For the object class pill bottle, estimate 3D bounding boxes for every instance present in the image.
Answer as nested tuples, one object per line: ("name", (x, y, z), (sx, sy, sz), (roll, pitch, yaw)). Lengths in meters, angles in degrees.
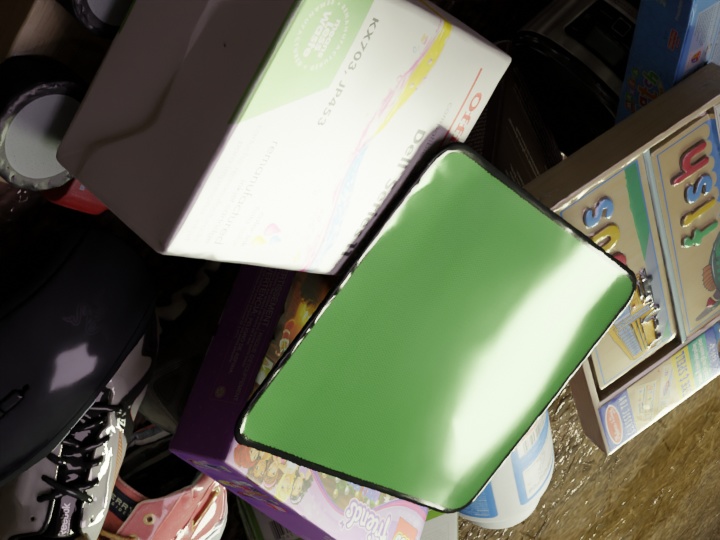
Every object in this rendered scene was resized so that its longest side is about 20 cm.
("pill bottle", (0.100, 0.138, 1.084), (0.112, 0.112, 0.200), (-43, 150, -15))

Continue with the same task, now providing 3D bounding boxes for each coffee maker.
("coffee maker", (0.188, -0.161, 0.854), (0.200, 0.134, 0.192), (-48, 152, -6))

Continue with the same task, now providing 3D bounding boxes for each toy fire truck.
("toy fire truck", (-0.073, -0.116, 0.566), (0.199, 0.129, 0.177), (15, 111, -49))

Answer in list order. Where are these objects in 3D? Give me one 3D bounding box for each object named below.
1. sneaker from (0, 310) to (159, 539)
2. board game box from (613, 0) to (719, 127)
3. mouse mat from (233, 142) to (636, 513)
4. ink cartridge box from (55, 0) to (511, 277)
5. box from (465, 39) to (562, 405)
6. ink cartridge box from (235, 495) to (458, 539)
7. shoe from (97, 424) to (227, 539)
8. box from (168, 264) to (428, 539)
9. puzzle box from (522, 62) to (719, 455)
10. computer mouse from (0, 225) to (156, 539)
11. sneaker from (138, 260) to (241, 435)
("sneaker", (-0.146, 0.089, 0.687), (0.073, 0.080, 0.201), (7, 120, -20))
("board game box", (0.226, -0.141, 0.756), (0.199, 0.037, 0.152), (-32, 146, -26))
("mouse mat", (0.044, 0.038, 0.625), (0.161, 0.008, 0.200), (-53, 139, 7))
("ink cartridge box", (-0.013, -0.063, 0.536), (0.118, 0.067, 0.200), (-59, 153, 13))
("box", (0.063, -0.026, 0.754), (0.100, 0.074, 0.201), (58, 29, -37))
("ink cartridge box", (-0.006, 0.219, 1.011), (0.147, 0.076, 0.201), (-19, 143, -11))
("shoe", (-0.155, 0.162, 0.791), (0.200, 0.071, 0.092), (-34, 146, -39))
("box", (-0.012, 0.074, 0.722), (0.200, 0.039, 0.138), (46, 58, -50))
("puzzle box", (0.163, 0.000, 0.737), (0.133, 0.025, 0.201), (-33, 132, -11))
("computer mouse", (-0.157, 0.085, 0.623), (0.200, 0.046, 0.141), (-40, 112, -5))
("sneaker", (-0.053, 0.017, 0.748), (0.200, 0.090, 0.067), (-49, 152, -6))
